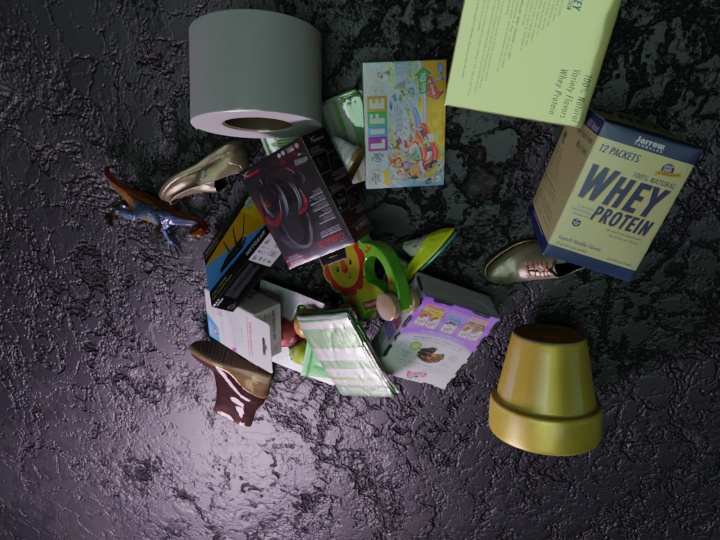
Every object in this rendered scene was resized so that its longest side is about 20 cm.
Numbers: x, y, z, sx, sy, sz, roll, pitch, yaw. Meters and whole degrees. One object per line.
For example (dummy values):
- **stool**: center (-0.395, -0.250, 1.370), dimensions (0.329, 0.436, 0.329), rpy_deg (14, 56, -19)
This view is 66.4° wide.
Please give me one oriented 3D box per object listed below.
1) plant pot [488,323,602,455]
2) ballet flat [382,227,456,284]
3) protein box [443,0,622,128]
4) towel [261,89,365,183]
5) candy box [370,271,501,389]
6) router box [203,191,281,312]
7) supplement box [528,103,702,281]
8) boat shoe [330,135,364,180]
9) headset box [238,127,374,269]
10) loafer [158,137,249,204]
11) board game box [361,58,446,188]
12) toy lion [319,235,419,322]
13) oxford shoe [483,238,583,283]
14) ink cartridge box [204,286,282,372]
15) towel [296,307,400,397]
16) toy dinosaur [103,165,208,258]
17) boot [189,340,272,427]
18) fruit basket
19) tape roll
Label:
- **plant pot**: center (0.342, 0.206, 1.010), dimensions (0.200, 0.201, 0.190), rpy_deg (2, 101, 10)
- **ballet flat**: center (0.094, -0.016, 1.019), dimensions (0.067, 0.067, 0.200), rpy_deg (38, 118, 3)
- **protein box**: center (0.240, -0.332, 0.796), dimensions (0.199, 0.135, 0.199), rpy_deg (12, 116, 6)
- **towel**: center (-0.069, -0.217, 0.970), dimensions (0.199, 0.023, 0.153), rpy_deg (-13, 112, 15)
- **candy box**: center (0.134, 0.119, 1.036), dimensions (0.167, 0.072, 0.200), rpy_deg (18, 122, -21)
- **router box**: center (-0.216, -0.043, 1.020), dimensions (0.051, 0.150, 0.200), rpy_deg (20, 123, -39)
- **supplement box**: center (0.365, -0.128, 0.831), dimensions (0.134, 0.200, 0.201), rpy_deg (17, 116, 2)
- **boat shoe**: center (-0.063, -0.144, 0.949), dimensions (0.069, 0.071, 0.200), rpy_deg (35, 125, 5)
- **headset box**: center (-0.082, -0.104, 0.888), dimensions (0.148, 0.075, 0.201), rpy_deg (-18, 104, 35)
- **loafer**: center (-0.287, -0.169, 1.014), dimensions (0.199, 0.076, 0.068), rpy_deg (-27, 101, 22)
- **board game box**: center (0.072, -0.240, 0.908), dimensions (0.134, 0.034, 0.201), rpy_deg (-4, 112, -2)
- **toy lion**: center (0.000, 0.000, 0.990), dimensions (0.200, 0.068, 0.193), rpy_deg (-18, 88, 52)
- **oxford shoe**: center (0.314, -0.016, 0.965), dimensions (0.199, 0.075, 0.071), rpy_deg (-20, 110, 20)
- **ink cartridge box**: center (-0.218, 0.105, 1.086), dimensions (0.199, 0.068, 0.116), rpy_deg (23, 123, 35)
- **towel**: center (-0.027, 0.156, 1.024), dimensions (0.152, 0.023, 0.201), rpy_deg (-9, 120, 41)
- **toy dinosaur**: center (-0.392, -0.111, 1.062), dimensions (0.181, 0.105, 0.201), rpy_deg (-8, 102, -7)
- **boot**: center (-0.305, 0.257, 1.222), dimensions (0.199, 0.072, 0.167), rpy_deg (26, 115, -5)
- **fruit basket**: center (-0.125, 0.127, 1.131), dimensions (0.199, 0.094, 0.186), rpy_deg (21, 118, 19)
- **tape roll**: center (-0.158, -0.290, 0.840), dimensions (0.202, 0.203, 0.140), rpy_deg (1, 93, 11)
